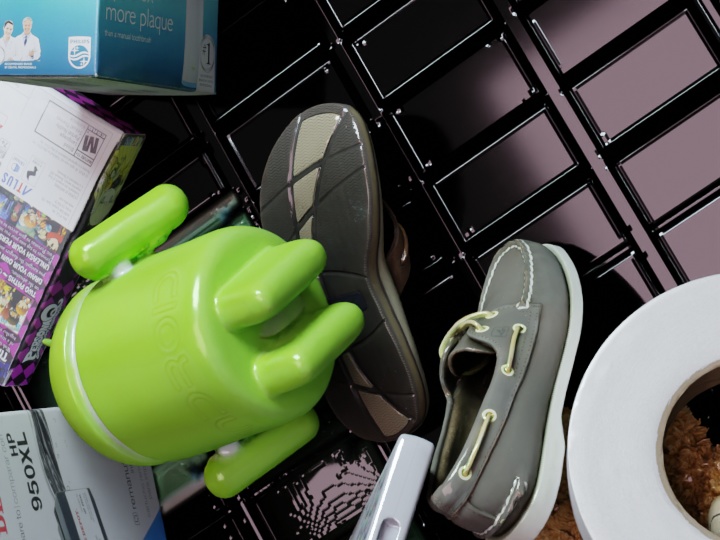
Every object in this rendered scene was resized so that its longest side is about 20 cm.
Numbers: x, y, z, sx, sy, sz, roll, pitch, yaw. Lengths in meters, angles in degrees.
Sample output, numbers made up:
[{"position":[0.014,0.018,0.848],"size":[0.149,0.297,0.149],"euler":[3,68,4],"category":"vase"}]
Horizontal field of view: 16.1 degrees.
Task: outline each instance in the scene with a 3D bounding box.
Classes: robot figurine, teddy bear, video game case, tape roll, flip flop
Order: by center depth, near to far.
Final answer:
[{"position":[0.208,0.099,1.321],"size":[0.203,0.037,0.203],"euler":[-1,70,3],"category":"tape roll"},{"position":[-0.010,0.200,1.370],"size":[0.024,0.200,0.182],"euler":[19,68,0],"category":"video game case"},{"position":[0.153,0.128,1.391],"size":[0.200,0.067,0.145],"euler":[24,102,24],"category":"teddy bear"},{"position":[-0.096,0.045,1.444],"size":[0.200,0.116,0.176],"euler":[-21,107,40],"category":"robot figurine"},{"position":[0.000,0.000,1.473],"size":[0.081,0.058,0.200],"euler":[-11,101,34],"category":"flip flop"},{"position":[-0.253,-0.054,1.600],"size":[0.200,0.036,0.181],"euler":[31,103,22],"category":"video game case"}]

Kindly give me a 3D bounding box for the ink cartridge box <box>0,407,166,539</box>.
[{"position":[-0.199,0.157,1.483],"size":[0.084,0.200,0.145],"euler":[-15,84,25],"category":"ink cartridge box"}]

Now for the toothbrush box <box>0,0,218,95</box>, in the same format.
[{"position":[-0.150,-0.207,1.492],"size":[0.085,0.146,0.200],"euler":[1,89,25],"category":"toothbrush box"}]

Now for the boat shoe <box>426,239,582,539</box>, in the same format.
[{"position":[0.075,0.057,1.375],"size":[0.072,0.060,0.202],"euler":[-46,27,45],"category":"boat shoe"}]
